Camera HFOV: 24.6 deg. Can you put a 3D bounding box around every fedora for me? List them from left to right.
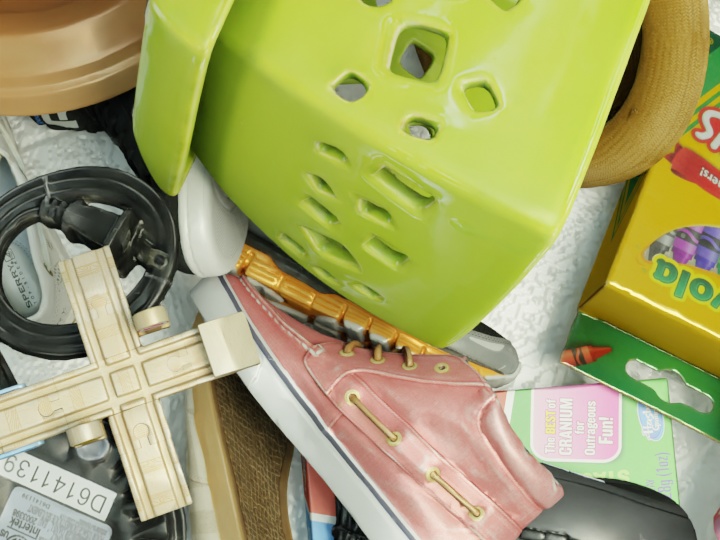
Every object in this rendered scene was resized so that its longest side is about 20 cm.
[{"bbox_3d":[0.114,-0.148,0.877,0.082,0.200,0.201,-32,86,-46],"label":"fedora"}]

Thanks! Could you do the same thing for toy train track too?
[{"bbox_3d":[-0.138,0.059,0.679,0.198,0.033,0.116,-19,84,-8],"label":"toy train track"}]

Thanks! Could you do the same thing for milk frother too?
[{"bbox_3d":[-0.136,0.074,0.789,0.180,0.188,0.200,41,80,0],"label":"milk frother"}]

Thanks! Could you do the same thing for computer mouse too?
[{"bbox_3d":[0.073,0.160,0.830,0.198,0.046,0.142,16,80,-4],"label":"computer mouse"}]

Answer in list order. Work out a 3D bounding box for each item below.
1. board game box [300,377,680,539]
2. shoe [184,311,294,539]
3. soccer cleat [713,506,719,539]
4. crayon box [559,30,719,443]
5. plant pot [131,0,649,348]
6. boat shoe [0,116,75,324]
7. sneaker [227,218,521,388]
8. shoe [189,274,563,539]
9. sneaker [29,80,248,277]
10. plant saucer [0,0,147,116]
[{"bbox_3d":[0.070,0.141,0.877,0.198,0.040,0.155,-4,83,-7],"label":"board game box"},{"bbox_3d":[-0.068,0.108,0.846,0.070,0.053,0.202,20,53,-46],"label":"shoe"},{"bbox_3d":[0.215,0.109,0.827,0.072,0.068,0.202,8,110,12],"label":"soccer cleat"},{"bbox_3d":[0.200,-0.015,0.885,0.126,0.051,0.201,25,68,-3],"label":"crayon box"},{"bbox_3d":[0.011,-0.107,0.712,0.180,0.199,0.201,24,72,-3],"label":"plant pot"},{"bbox_3d":[-0.209,-0.055,0.857,0.071,0.069,0.201,-34,87,-7],"label":"boat shoe"},{"bbox_3d":[0.000,0.000,0.871,0.199,0.078,0.078,29,76,-1],"label":"sneaker"},{"bbox_3d":[0.008,0.061,0.806,0.091,0.071,0.200,-40,76,-1],"label":"shoe"},{"bbox_3d":[-0.119,-0.071,0.846,0.111,0.073,0.201,-11,52,8],"label":"sneaker"},{"bbox_3d":[-0.161,-0.167,0.847,0.198,0.038,0.202,-4,54,5],"label":"plant saucer"}]
